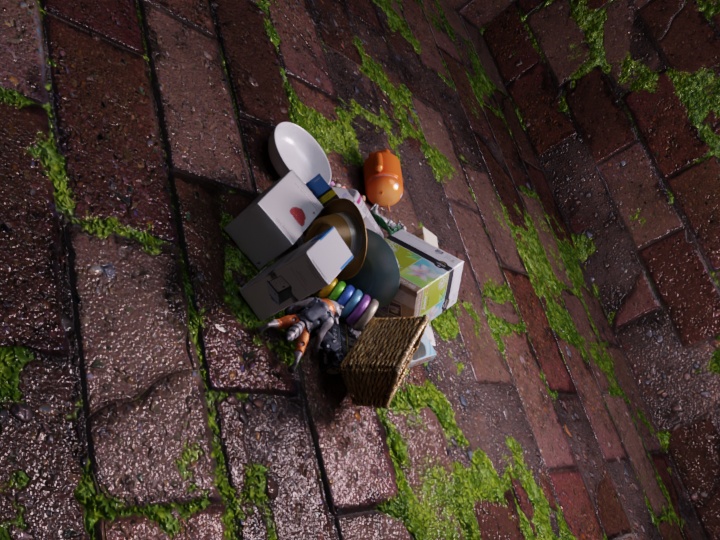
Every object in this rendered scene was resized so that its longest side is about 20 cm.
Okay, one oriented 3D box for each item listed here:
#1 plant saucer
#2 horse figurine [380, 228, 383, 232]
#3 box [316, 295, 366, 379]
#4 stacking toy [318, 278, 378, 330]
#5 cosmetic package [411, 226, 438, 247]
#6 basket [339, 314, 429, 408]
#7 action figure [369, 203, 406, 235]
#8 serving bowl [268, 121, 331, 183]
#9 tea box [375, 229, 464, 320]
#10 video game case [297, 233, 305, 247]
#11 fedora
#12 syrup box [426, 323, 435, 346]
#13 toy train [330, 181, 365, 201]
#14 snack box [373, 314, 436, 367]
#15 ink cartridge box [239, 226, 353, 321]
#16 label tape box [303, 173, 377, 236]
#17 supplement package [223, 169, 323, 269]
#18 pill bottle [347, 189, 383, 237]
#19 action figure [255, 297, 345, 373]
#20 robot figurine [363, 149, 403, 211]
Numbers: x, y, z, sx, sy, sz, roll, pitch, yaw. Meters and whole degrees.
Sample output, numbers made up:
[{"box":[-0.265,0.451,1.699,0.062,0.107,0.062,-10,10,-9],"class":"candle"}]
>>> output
[{"box":[0.000,0.000,1.626,0.039,0.201,0.201,-24,83,-48],"class":"plant saucer"},{"box":[0.089,-0.054,1.932,0.200,0.050,0.132,40,14,31],"class":"horse figurine"},{"box":[-0.028,0.161,1.633,0.161,0.049,0.200,27,43,-38],"class":"box"},{"box":[-0.059,0.047,1.584,0.200,0.085,0.085,37,34,-5],"class":"stacking toy"},{"box":[0.173,-0.014,2.020,0.073,0.103,0.200,32,39,-38],"class":"cosmetic package"},{"box":[0.072,0.205,1.522,0.200,0.149,0.143,-54,132,-51],"class":"basket"},{"box":[0.105,-0.107,1.953,0.200,0.055,0.118,42,4,-12],"class":"action figure"},{"box":[-0.167,-0.281,1.804,0.200,0.066,0.200,36,37,-33],"class":"serving bowl"},{"box":[0.111,0.024,1.715,0.200,0.134,0.197,29,42,30],"class":"tea box"},{"box":[-0.102,-0.054,1.745,0.143,0.017,0.200,8,57,-52],"class":"video game case"},{"box":[-0.068,-0.069,1.581,0.082,0.201,0.201,-5,66,-38],"class":"fedora"},{"box":[0.129,0.121,1.861,0.081,0.079,0.200,24,45,-44],"class":"syrup box"},{"box":[-0.033,-0.172,1.911,0.150,0.056,0.200,43,34,-24],"class":"toy train"},{"box":[0.093,0.147,1.746,0.116,0.037,0.200,-15,61,-24],"class":"snack box"},{"box":[-0.134,0.007,1.470,0.086,0.200,0.146,55,32,-9],"class":"ink cartridge box"},{"box":[-0.075,-0.127,1.689,0.200,0.144,0.063,53,31,-9],"class":"label tape box"},{"box":[-0.191,-0.118,1.575,0.121,0.120,0.200,50,32,-13],"class":"supplement package"},{"box":[-0.010,-0.099,1.802,0.200,0.113,0.113,57,29,-25],"class":"pill bottle"},{"box":[-0.097,0.132,1.486,0.200,0.105,0.193,42,48,9],"class":"action figure"},{"box":[0.068,-0.270,2.083,0.116,0.144,0.200,14,48,-21],"class":"robot figurine"}]
